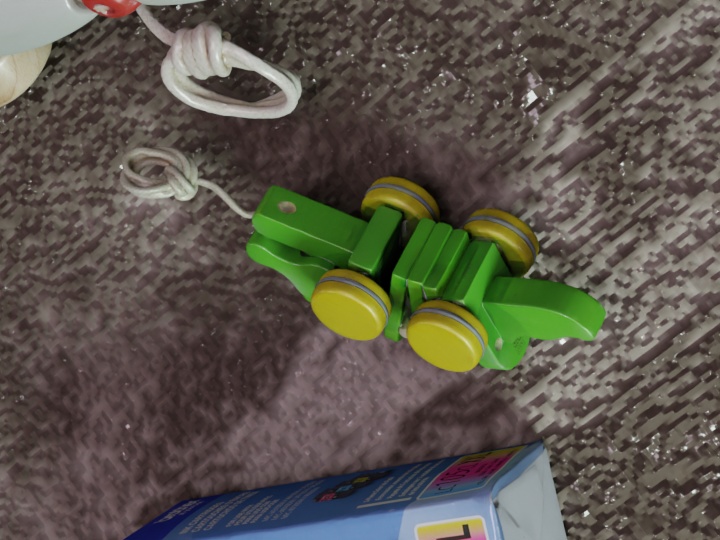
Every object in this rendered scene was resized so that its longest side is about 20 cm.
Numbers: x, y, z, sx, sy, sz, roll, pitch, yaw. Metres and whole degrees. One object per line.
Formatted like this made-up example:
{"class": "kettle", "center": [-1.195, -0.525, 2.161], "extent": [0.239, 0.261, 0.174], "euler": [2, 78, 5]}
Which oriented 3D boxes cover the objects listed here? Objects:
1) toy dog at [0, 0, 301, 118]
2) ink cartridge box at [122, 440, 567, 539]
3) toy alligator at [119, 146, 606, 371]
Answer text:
{"class": "toy dog", "center": [-0.113, -0.131, 0.955], "extent": [0.200, 0.132, 0.096], "euler": [3, 63, 17]}
{"class": "ink cartridge box", "center": [-0.013, 0.155, 0.979], "extent": [0.200, 0.076, 0.137], "euler": [-11, 96, 25]}
{"class": "toy alligator", "center": [0.000, 0.000, 0.957], "extent": [0.200, 0.059, 0.054], "euler": [18, 147, 18]}
